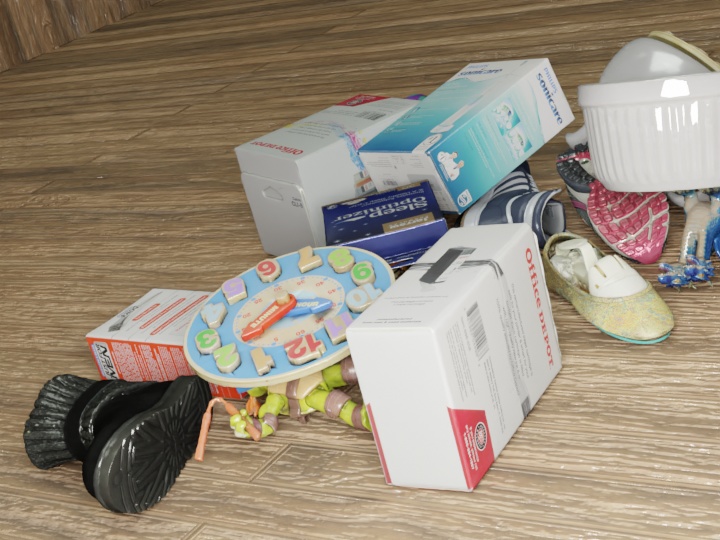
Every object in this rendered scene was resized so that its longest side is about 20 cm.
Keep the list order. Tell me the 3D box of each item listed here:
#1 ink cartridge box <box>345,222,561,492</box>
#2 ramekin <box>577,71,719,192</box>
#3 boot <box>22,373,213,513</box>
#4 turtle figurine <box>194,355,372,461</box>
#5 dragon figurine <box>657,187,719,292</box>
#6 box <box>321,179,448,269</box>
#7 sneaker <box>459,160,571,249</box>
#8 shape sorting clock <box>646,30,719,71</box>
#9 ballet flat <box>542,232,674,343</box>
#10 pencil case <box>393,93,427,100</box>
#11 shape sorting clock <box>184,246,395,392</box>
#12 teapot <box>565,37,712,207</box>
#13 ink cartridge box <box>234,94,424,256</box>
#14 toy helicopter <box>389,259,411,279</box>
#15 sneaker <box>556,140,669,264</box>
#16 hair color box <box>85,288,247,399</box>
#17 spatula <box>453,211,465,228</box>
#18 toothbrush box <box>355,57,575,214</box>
[{"bbox_3d":[0.084,0.066,1.120,0.083,0.145,0.200,-1,24,33],"label":"ink cartridge box"},{"bbox_3d":[0.312,-0.137,1.316,0.199,0.106,0.200,-5,7,1],"label":"ramekin"},{"bbox_3d":[-0.237,0.152,1.205,0.157,0.080,0.211,-1,13,16],"label":"boot"},{"bbox_3d":[-0.050,0.111,1.214,0.161,0.065,0.200,3,40,29],"label":"turtle figurine"},{"bbox_3d":[0.347,-0.034,1.316,0.059,0.100,0.200,1,7,40],"label":"dragon figurine"},{"bbox_3d":[0.024,-0.043,1.376,0.121,0.033,0.200,-14,19,1],"label":"box"},{"bbox_3d":[0.189,-0.076,1.516,0.108,0.070,0.200,-8,27,27],"label":"sneaker"},{"bbox_3d":[0.409,-0.208,1.557,0.039,0.200,0.200,-52,25,1],"label":"shape sorting clock"},{"bbox_3d":[0.226,0.010,1.280,0.070,0.071,0.200,-19,21,-12],"label":"ballet flat"},{"bbox_3d":[0.111,-0.186,1.820,0.085,0.092,0.200,-61,25,2],"label":"pencil case"},{"bbox_3d":[-0.065,0.036,1.218,0.199,0.039,0.200,-13,35,9],"label":"shape sorting clock"},{"bbox_3d":[0.332,-0.150,1.507,0.146,0.197,0.200,-52,-13,0],"label":"teapot"},{"bbox_3d":[-0.022,-0.110,1.638,0.199,0.145,0.145,-26,24,-28],"label":"ink cartridge box"},{"bbox_3d":[0.000,0.000,1.446,0.199,0.079,0.132,-2,23,38],"label":"toy helicopter"},{"bbox_3d":[0.275,-0.065,1.439,0.080,0.075,0.200,-24,34,2],"label":"sneaker"},{"bbox_3d":[-0.170,0.072,1.392,0.199,0.064,0.111,4,29,37],"label":"hair color box"},{"bbox_3d":[0.142,-0.089,1.645,0.056,0.021,0.200,14,32,10],"label":"spatula"},{"bbox_3d":[0.120,-0.155,1.548,0.200,0.086,0.146,-41,25,-25],"label":"toothbrush box"}]
